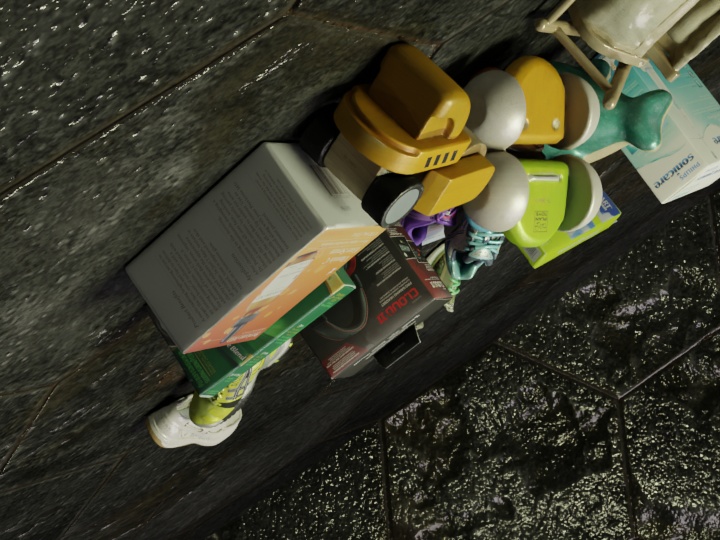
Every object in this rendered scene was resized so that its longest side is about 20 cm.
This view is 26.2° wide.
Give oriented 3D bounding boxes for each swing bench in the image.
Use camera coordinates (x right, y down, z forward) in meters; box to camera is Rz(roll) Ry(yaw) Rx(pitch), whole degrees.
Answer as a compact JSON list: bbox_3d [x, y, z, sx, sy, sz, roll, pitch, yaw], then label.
[{"bbox_3d":[0.322,-0.290,1.610,0.199,0.130,0.200,-44,171,35],"label":"swing bench"}]

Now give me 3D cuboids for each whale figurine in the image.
[{"bbox_3d":[0.244,-0.177,1.734,0.104,0.200,0.159,41,63,-46],"label":"whale figurine"}]

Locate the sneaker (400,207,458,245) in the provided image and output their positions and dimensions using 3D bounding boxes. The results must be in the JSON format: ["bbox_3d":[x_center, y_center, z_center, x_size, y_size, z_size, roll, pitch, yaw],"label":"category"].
[{"bbox_3d":[0.100,-0.100,1.832,0.081,0.083,0.200,-26,164,-39],"label":"sneaker"}]

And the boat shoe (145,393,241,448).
[{"bbox_3d":[-0.216,0.203,2.173,0.069,0.071,0.200,-39,167,24],"label":"boat shoe"}]

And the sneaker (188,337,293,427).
[{"bbox_3d":[-0.174,0.129,2.030,0.076,0.075,0.200,-4,137,-55],"label":"sneaker"}]

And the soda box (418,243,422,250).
[{"bbox_3d":[0.000,0.000,1.862,0.063,0.071,0.200,4,-173,31],"label":"soda box"}]

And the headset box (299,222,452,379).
[{"bbox_3d":[-0.009,0.011,1.676,0.149,0.200,0.075,-38,168,16],"label":"headset box"}]

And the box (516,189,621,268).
[{"bbox_3d":[0.298,-0.094,2.317,0.200,0.122,0.048,-27,164,-37],"label":"box"}]

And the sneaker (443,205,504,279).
[{"bbox_3d":[0.155,-0.052,1.835,0.078,0.086,0.200,14,151,-10],"label":"sneaker"}]

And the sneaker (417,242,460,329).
[{"bbox_3d":[0.129,0.018,2.370,0.200,0.089,0.077,-41,167,25],"label":"sneaker"}]

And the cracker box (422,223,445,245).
[{"bbox_3d":[0.133,-0.112,1.941,0.134,0.058,0.200,-21,161,-46],"label":"cracker box"}]

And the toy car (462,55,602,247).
[{"bbox_3d":[0.157,-0.124,1.650,0.175,0.200,0.150,-3,-179,-43],"label":"toy car"}]

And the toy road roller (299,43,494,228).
[{"bbox_3d":[0.056,-0.139,1.475,0.200,0.123,0.146,-19,149,-52],"label":"toy road roller"}]

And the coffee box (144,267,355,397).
[{"bbox_3d":[-0.118,0.028,1.637,0.200,0.123,0.044,-36,165,10],"label":"coffee box"}]

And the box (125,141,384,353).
[{"bbox_3d":[-0.099,-0.024,1.517,0.200,0.106,0.152,-40,168,21],"label":"box"}]

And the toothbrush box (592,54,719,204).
[{"bbox_3d":[0.382,-0.196,1.956,0.085,0.200,0.146,-44,166,35],"label":"toothbrush box"}]
